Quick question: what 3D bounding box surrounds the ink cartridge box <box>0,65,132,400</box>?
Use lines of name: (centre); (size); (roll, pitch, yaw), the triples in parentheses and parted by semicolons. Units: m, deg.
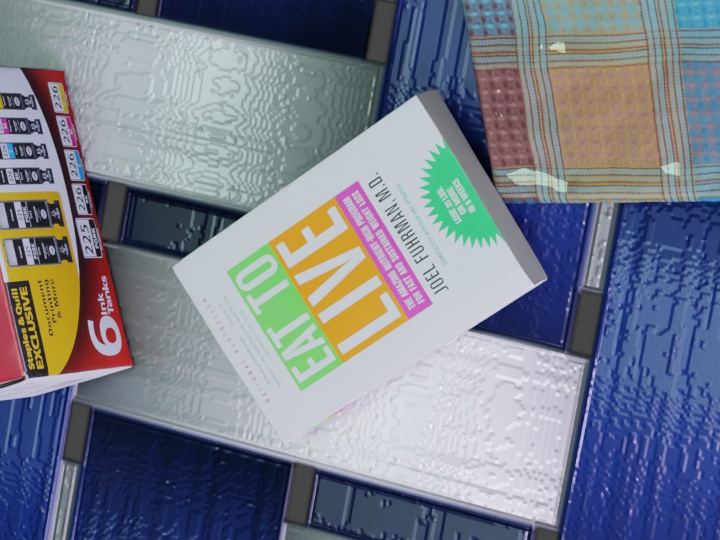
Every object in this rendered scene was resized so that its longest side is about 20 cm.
ink cartridge box: (-0.239, -0.021, 1.743); (0.083, 0.175, 0.201); (-16, 86, 25)

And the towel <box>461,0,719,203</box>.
towel: (0.159, -0.106, 1.611); (0.199, 0.022, 0.148); (-1, 112, 25)

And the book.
book: (0.000, 0.000, 1.700); (0.200, 0.048, 0.134); (-34, 83, 26)
